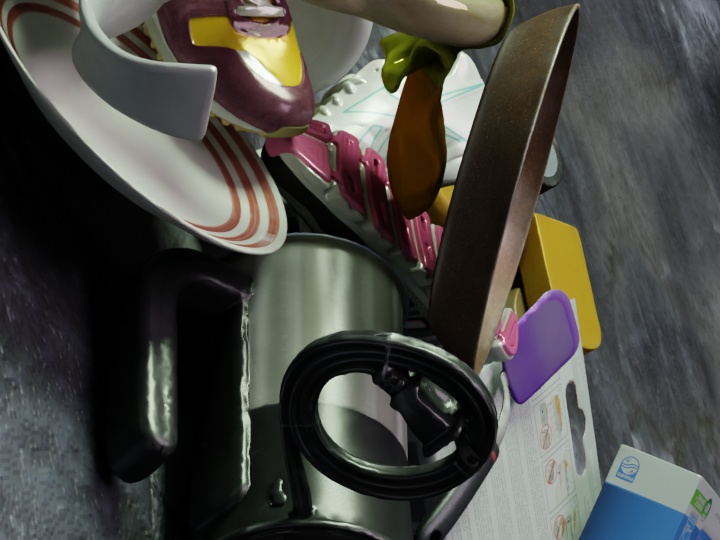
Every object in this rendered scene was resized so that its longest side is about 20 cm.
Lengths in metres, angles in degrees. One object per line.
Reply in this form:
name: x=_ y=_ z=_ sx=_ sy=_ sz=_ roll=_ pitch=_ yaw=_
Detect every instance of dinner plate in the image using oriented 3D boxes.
dinner plate: x=-0.115 y=-0.077 z=1.244 sx=0.200 sy=0.024 sz=0.200 roll=43 pitch=16 yaw=-15

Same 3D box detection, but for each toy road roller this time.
toy road roller: x=0.053 y=-0.013 z=1.588 sx=0.146 sy=0.123 sz=0.201 roll=13 pitch=57 yaw=-50

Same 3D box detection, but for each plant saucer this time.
plant saucer: x=0.071 y=-0.044 z=1.291 sx=0.200 sy=0.034 sz=0.201 roll=16 pitch=90 yaw=-82

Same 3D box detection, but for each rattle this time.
rattle: x=-0.028 y=-0.116 z=1.265 sx=0.200 sy=0.143 sz=0.130 roll=0 pitch=42 yaw=-48

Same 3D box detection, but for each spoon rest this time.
spoon rest: x=-0.112 y=-0.136 z=1.205 sx=0.200 sy=0.060 sz=0.100 roll=-108 pitch=-153 yaw=-52

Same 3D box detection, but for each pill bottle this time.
pill bottle: x=-0.043 y=-0.190 z=1.486 sx=0.113 sy=0.113 sz=0.200 roll=61 pitch=17 yaw=-24

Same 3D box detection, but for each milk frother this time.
milk frother: x=-0.010 y=0.056 z=1.228 sx=0.181 sy=0.200 sz=0.189 roll=47 pitch=30 yaw=-41

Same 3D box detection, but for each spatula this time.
spatula: x=0.076 y=0.087 z=1.417 sx=0.200 sy=0.020 sz=0.057 roll=-57 pitch=142 yaw=-40

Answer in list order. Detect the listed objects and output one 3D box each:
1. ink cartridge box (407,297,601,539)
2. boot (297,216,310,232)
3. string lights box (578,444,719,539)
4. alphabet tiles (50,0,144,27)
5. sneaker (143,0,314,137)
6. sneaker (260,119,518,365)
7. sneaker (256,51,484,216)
ink cartridge box: x=0.078 y=0.124 z=1.490 sx=0.200 sy=0.057 sz=0.163 roll=-39 pitch=125 yaw=-57
boot: x=-0.003 y=0.013 z=1.474 sx=0.096 sy=0.073 sz=0.201 roll=-14 pitch=81 yaw=-65
string lights box: x=0.156 y=0.219 z=1.549 sx=0.201 sy=0.059 sz=0.103 roll=-65 pitch=155 yaw=-9
alphabet tiles: x=-0.130 y=-0.155 z=1.382 sx=0.196 sy=0.015 sz=0.201 roll=2 pitch=70 yaw=-69
sneaker: x=-0.072 y=-0.163 z=1.313 sx=0.075 sy=0.090 sz=0.200 roll=-5 pitch=55 yaw=-49
sneaker: x=0.000 y=0.000 z=1.375 sx=0.200 sy=0.087 sz=0.074 roll=43 pitch=26 yaw=-33
sneaker: x=-0.008 y=-0.076 z=1.440 sx=0.200 sy=0.070 sz=0.081 roll=-13 pitch=93 yaw=-32
